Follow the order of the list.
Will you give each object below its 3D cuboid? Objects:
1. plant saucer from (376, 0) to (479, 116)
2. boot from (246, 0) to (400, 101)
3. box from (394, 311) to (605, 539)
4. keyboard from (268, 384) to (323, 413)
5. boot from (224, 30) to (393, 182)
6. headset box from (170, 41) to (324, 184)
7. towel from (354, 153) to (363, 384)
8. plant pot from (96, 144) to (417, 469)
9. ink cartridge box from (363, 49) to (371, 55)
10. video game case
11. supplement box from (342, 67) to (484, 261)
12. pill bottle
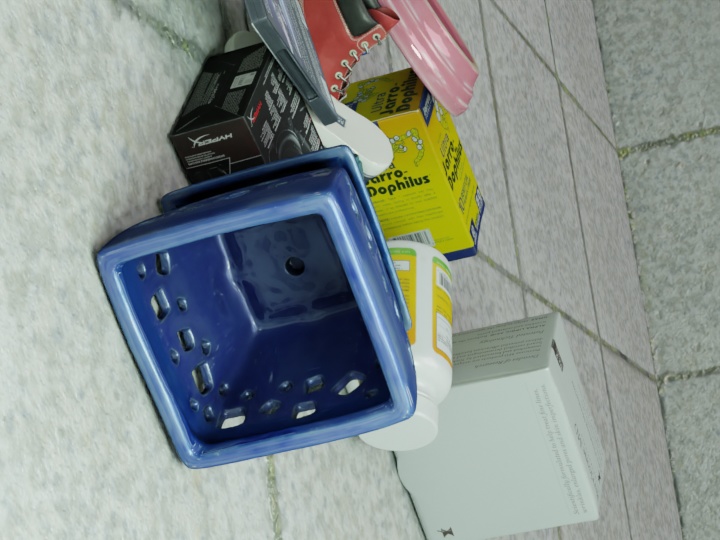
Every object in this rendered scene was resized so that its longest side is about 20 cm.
[{"bbox_3d":[0.065,-0.258,1.730,0.201,0.051,0.201,54,11,-15],"label":"plant saucer"},{"bbox_3d":[-0.017,-0.194,1.646,0.072,0.144,0.201,-64,139,-63],"label":"boot"},{"bbox_3d":[0.146,0.175,1.791,0.131,0.199,0.200,-66,140,-60],"label":"box"},{"bbox_3d":[-0.039,0.080,1.506,0.128,0.021,0.200,-70,167,15],"label":"keyboard"},{"bbox_3d":[-0.070,-0.142,1.593,0.200,0.090,0.073,39,42,-17],"label":"boot"},{"bbox_3d":[-0.084,-0.085,1.490,0.149,0.077,0.200,-75,148,-53],"label":"headset box"},{"bbox_3d":[0.000,0.000,1.524,0.147,0.022,0.201,-46,121,-66],"label":"towel"},{"bbox_3d":[-0.067,0.018,1.306,0.180,0.199,0.201,-71,144,-66],"label":"plant pot"},{"bbox_3d":[-0.032,-0.312,1.778,0.137,0.076,0.201,-70,141,-57],"label":"ink cartridge box"},{"bbox_3d":[-0.076,-0.234,1.486,0.200,0.019,0.143,49,21,-62],"label":"video game case"},{"bbox_3d":[0.057,-0.114,1.856,0.109,0.109,0.200,-76,147,-53],"label":"supplement box"},{"bbox_3d":[0.039,0.079,1.684,0.111,0.111,0.201,54,30,-49],"label":"pill bottle"}]
